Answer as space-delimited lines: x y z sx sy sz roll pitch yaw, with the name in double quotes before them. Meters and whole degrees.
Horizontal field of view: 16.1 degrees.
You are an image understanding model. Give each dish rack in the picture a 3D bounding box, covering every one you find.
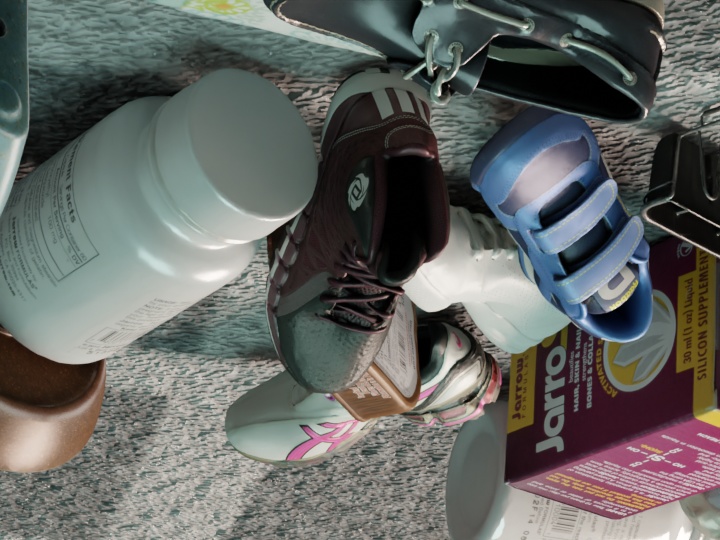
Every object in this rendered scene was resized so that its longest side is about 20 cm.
"dish rack" 0.271 -0.057 1.406 0.153 0.055 0.200 22 150 -40

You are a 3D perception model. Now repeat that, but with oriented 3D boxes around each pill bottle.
"pill bottle" -0.118 -0.032 1.423 0.114 0.115 0.200 19 147 -34
"pill bottle" 0.172 0.164 1.843 0.199 0.115 0.114 11 156 -18

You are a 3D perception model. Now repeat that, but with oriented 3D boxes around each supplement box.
"supplement box" 0.192 0.065 1.607 0.103 0.131 0.200 19 152 -31

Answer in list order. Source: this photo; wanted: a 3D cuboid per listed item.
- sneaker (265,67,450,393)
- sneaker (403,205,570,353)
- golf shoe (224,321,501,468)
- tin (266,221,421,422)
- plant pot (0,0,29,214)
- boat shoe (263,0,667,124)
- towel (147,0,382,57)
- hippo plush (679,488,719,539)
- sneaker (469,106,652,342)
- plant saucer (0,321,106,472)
"sneaker" 0.000 0.000 1.378 0.075 0.116 0.200 3 118 -15
"sneaker" 0.082 -0.013 1.531 0.088 0.075 0.200 -24 154 24
"golf shoe" -0.010 0.074 1.734 0.200 0.073 0.092 -18 145 20
"tin" -0.007 0.019 1.544 0.042 0.112 0.200 -14 154 14
"plant pot" -0.265 -0.089 1.225 0.200 0.196 0.196 -27 144 36
"boat shoe" 0.049 -0.109 1.179 0.199 0.063 0.073 8 158 -17
"towel" 0.010 -0.158 1.202 0.171 0.048 0.200 14 155 -24
"hippo plush" 0.327 0.141 1.732 0.199 0.160 0.161 5 158 -4
"sneaker" 0.121 -0.025 1.428 0.074 0.082 0.200 -37 148 1
"plant saucer" -0.218 0.022 1.480 0.200 0.201 0.034 24 131 -40
